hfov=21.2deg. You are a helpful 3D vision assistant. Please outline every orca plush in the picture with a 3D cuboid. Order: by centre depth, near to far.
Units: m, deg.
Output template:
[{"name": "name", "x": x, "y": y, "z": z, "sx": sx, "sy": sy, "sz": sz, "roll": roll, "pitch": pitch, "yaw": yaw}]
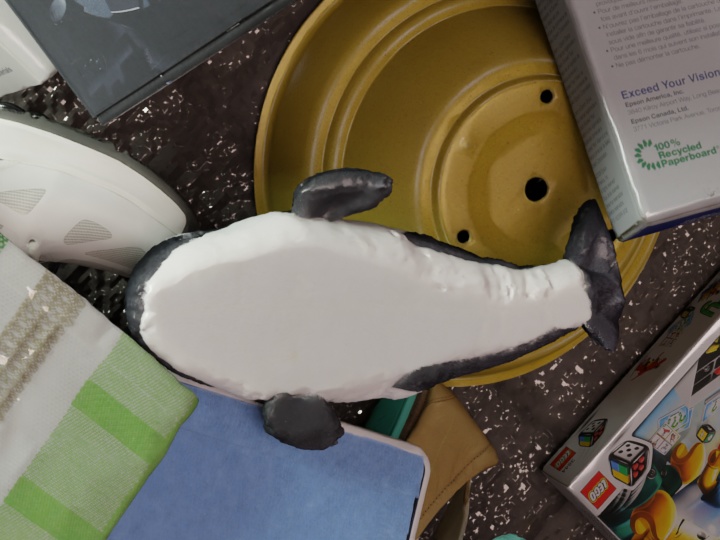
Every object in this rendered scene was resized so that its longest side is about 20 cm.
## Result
[{"name": "orca plush", "x": 0.000, "y": 0.000, "z": 0.732, "sx": 0.199, "sy": 0.071, "sz": 0.106, "roll": -16, "pitch": 114, "yaw": -20}]

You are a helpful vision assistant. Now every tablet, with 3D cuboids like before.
[{"name": "tablet", "x": -0.069, "y": 0.104, "z": 0.703, "sx": 0.199, "sy": 0.014, "sz": 0.131, "roll": 20, "pitch": 78, "yaw": -29}]

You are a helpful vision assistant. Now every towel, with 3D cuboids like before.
[{"name": "towel", "x": -0.166, "y": 0.040, "z": 0.630, "sx": 0.200, "sy": 0.031, "sz": 0.149, "roll": 43, "pitch": 71, "yaw": -22}]

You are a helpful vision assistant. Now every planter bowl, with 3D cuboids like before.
[{"name": "planter bowl", "x": 0.060, "y": -0.040, "z": 0.812, "sx": 0.199, "sy": 0.083, "sz": 0.202, "roll": -3, "pitch": 101, "yaw": -17}]

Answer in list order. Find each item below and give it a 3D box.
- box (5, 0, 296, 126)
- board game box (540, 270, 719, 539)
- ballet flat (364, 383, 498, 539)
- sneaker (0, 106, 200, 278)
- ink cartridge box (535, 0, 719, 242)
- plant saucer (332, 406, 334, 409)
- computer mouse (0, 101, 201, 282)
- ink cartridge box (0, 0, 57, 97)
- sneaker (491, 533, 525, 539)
[{"name": "box", "x": -0.077, "y": -0.171, "z": 0.612, "sx": 0.160, "sy": 0.044, "sz": 0.200, "roll": -29, "pitch": 108, "yaw": 19}, {"name": "board game box", "x": 0.195, "y": 0.063, "z": 0.901, "sx": 0.200, "sy": 0.035, "sz": 0.126, "roll": -47, "pitch": 111, "yaw": -5}, {"name": "ballet flat", "x": 0.001, "y": 0.131, "z": 0.796, "sx": 0.063, "sy": 0.069, "sz": 0.200, "roll": 41, "pitch": 58, "yaw": -13}, {"name": "sneaker", "x": -0.161, "y": -0.003, "z": 0.688, "sx": 0.200, "sy": 0.076, "sz": 0.116, "roll": 19, "pitch": 69, "yaw": -18}, {"name": "ink cartridge box", "x": 0.164, "y": -0.131, "z": 0.782, "sx": 0.195, "sy": 0.043, "sz": 0.201, "roll": -14, "pitch": 80, "yaw": -16}, {"name": "plant saucer", "x": -0.075, "y": 0.124, "z": 0.781, "sx": 0.200, "sy": 0.035, "sz": 0.201, "roll": -27, "pitch": 123, "yaw": -51}, {"name": "computer mouse", "x": -0.146, "y": 0.042, "z": 0.779, "sx": 0.109, "sy": 0.044, "sz": 0.201, "roll": 30, "pitch": 93, "yaw": -4}, {"name": "ink cartridge box", "x": -0.154, "y": -0.183, "z": 0.697, "sx": 0.200, "sy": 0.083, "sz": 0.147, "roll": 46, "pitch": 68, "yaw": -20}, {"name": "sneaker", "x": 0.042, "y": 0.208, "z": 0.791, "sx": 0.091, "sy": 0.078, "sz": 0.201, "roll": -1, "pitch": 102, "yaw": -23}]
